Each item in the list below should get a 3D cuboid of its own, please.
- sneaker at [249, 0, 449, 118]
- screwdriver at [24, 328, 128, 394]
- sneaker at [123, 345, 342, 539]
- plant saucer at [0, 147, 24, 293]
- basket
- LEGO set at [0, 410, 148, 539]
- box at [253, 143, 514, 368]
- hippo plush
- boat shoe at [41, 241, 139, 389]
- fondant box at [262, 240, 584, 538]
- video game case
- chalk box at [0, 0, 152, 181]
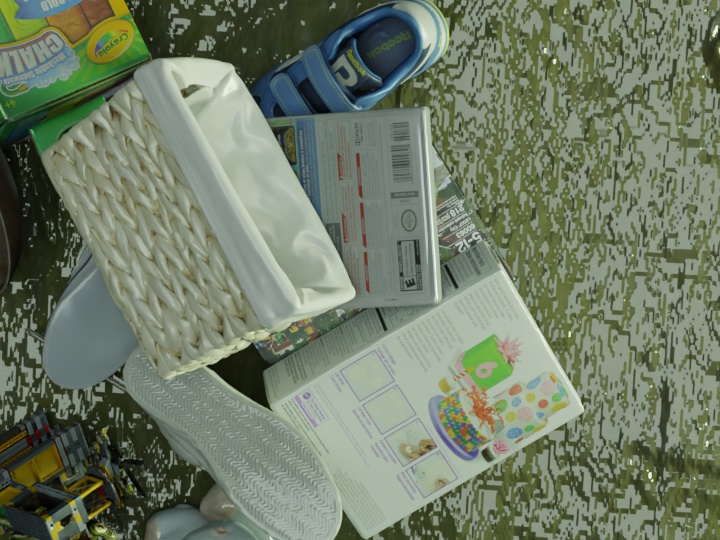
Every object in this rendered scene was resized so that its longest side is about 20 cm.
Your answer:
[{"bbox_3d":[-0.024,-0.141,1.337,0.200,0.082,0.074,-38,93,7],"label":"sneaker"},{"bbox_3d":[-0.176,0.094,1.391,0.200,0.028,0.029,35,65,0],"label":"screwdriver"},{"bbox_3d":[-0.087,0.135,1.321,0.200,0.116,0.074,43,81,14],"label":"sneaker"},{"bbox_3d":[-0.306,-0.076,1.318,0.032,0.200,0.201,-30,93,-28],"label":"plant saucer"},{"bbox_3d":[-0.115,-0.034,1.240,0.123,0.136,0.200,-31,85,18],"label":"basket"},{"bbox_3d":[-0.217,0.188,1.343,0.116,0.200,0.154,-33,110,-35],"label":"LEGO set"},{"bbox_3d":[0.000,0.000,1.369,0.200,0.038,0.137,-32,92,5],"label":"box"},{"bbox_3d":[-0.089,0.260,1.332,0.200,0.161,0.159,39,95,-1],"label":"hippo plush"},{"bbox_3d":[-0.183,-0.001,1.365,0.073,0.065,0.200,33,89,-20],"label":"boat shoe"},{"bbox_3d":[0.048,0.092,1.340,0.200,0.058,0.144,-30,115,5],"label":"fondant box"},{"bbox_3d":[-0.043,-0.042,1.299,0.199,0.018,0.144,-3,94,15],"label":"video game case"},{"bbox_3d":[-0.243,-0.167,1.305,0.124,0.124,0.200,-28,92,-24],"label":"chalk box"}]
